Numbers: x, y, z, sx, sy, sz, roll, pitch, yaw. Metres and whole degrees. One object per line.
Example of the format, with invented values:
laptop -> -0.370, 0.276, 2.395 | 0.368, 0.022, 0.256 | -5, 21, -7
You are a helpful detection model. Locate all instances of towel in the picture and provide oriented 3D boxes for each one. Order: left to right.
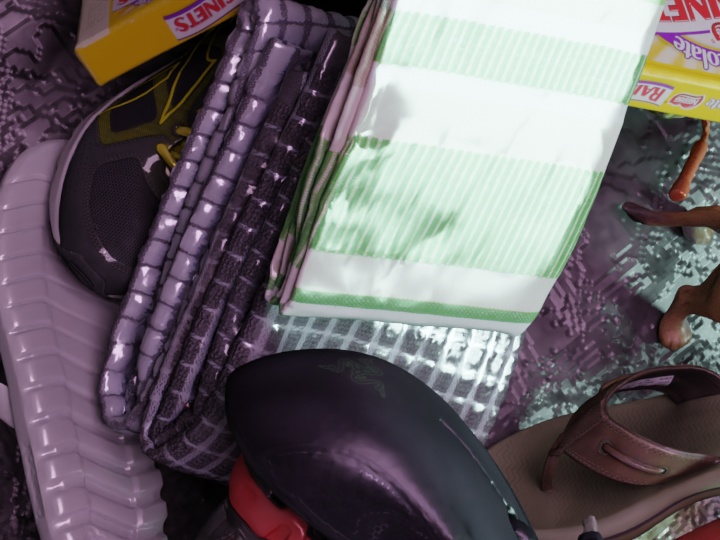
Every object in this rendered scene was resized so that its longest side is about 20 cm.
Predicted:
towel -> 0.000, 0.000, 1.152 | 0.165, 0.086, 0.201 | 16, 101, -42
towel -> 0.048, -0.072, 1.081 | 0.152, 0.023, 0.201 | 6, 108, -41

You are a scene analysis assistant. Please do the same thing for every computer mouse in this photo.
computer mouse -> 0.037, 0.090, 1.071 | 0.200, 0.139, 0.053 | 38, 114, -13

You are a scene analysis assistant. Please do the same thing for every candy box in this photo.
candy box -> -0.028, -0.151, 1.158 | 0.200, 0.102, 0.026 | -26, 120, 13
candy box -> 0.128, -0.114, 1.193 | 0.199, 0.026, 0.103 | 7, 53, -31

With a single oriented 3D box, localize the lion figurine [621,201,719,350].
lion figurine -> 0.204, 0.040, 1.263 | 0.072, 0.122, 0.200 | -42, 98, -21

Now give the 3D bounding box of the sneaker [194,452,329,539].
sneaker -> 0.005, 0.163, 1.089 | 0.200, 0.071, 0.098 | 45, 106, 7

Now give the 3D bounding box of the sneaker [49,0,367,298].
sneaker -> -0.059, -0.071, 1.179 | 0.074, 0.085, 0.200 | 45, 58, -12

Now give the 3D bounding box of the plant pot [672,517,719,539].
plant pot -> 0.120, 0.219, 1.179 | 0.177, 0.200, 0.201 | -14, 88, -12

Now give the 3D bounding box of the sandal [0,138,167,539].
sandal -> -0.130, 0.041, 1.166 | 0.082, 0.050, 0.203 | 13, 61, -40

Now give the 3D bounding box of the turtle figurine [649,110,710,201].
turtle figurine -> 0.156, -0.147, 1.300 | 0.161, 0.064, 0.200 | 36, 72, -14

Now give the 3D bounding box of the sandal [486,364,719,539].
sandal -> 0.135, 0.069, 1.216 | 0.080, 0.200, 0.057 | -85, 151, -48
